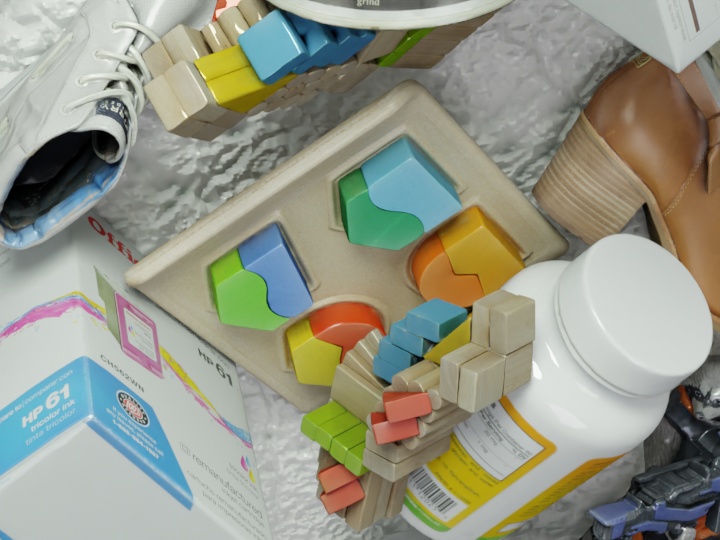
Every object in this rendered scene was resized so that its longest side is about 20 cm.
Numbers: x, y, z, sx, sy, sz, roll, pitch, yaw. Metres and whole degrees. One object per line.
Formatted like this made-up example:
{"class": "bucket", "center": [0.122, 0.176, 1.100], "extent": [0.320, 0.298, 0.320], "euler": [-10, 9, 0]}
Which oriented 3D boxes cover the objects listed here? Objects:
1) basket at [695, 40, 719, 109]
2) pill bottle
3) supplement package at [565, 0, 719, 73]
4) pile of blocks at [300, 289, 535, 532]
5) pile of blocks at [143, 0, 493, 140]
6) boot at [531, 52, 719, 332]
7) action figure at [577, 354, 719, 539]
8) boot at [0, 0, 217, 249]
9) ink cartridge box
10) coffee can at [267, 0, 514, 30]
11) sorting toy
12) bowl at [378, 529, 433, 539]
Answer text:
{"class": "basket", "center": [0.207, -0.152, 0.837], "extent": [0.135, 0.201, 0.124], "euler": [-23, 132, 8]}
{"class": "pill bottle", "center": [0.098, 0.064, 1.002], "extent": [0.111, 0.112, 0.200], "euler": [19, 142, -23]}
{"class": "supplement package", "center": [0.153, -0.197, 0.733], "extent": [0.200, 0.109, 0.114], "euler": [-39, 137, -10]}
{"class": "pile of blocks", "center": [0.014, 0.069, 0.960], "extent": [0.062, 0.082, 0.200], "euler": [-24, 161, -42]}
{"class": "pile of blocks", "center": [-0.020, -0.123, 0.865], "extent": [0.199, 0.062, 0.082], "euler": [-23, 166, -37]}
{"class": "boot", "center": [0.210, -0.053, 1.000], "extent": [0.199, 0.074, 0.155], "euler": [28, 113, -30]}
{"class": "action figure", "center": [0.180, 0.133, 1.116], "extent": [0.199, 0.105, 0.194], "euler": [-4, 126, -39]}
{"class": "boot", "center": [-0.113, -0.092, 0.893], "extent": [0.073, 0.096, 0.200], "euler": [32, 115, -29]}
{"class": "ink cartridge box", "center": [-0.129, 0.071, 0.949], "extent": [0.084, 0.200, 0.145], "euler": [-37, 125, 12]}
{"class": "coffee can", "center": [0.013, -0.226, 0.787], "extent": [0.145, 0.147, 0.201], "euler": [-6, 128, -6]}
{"class": "sorting toy", "center": [0.000, 0.000, 0.985], "extent": [0.185, 0.037, 0.200], "euler": [-33, 143, 15]}
{"class": "bowl", "center": [0.087, 0.249, 1.144], "extent": [0.075, 0.199, 0.201], "euler": [-46, 145, -28]}
